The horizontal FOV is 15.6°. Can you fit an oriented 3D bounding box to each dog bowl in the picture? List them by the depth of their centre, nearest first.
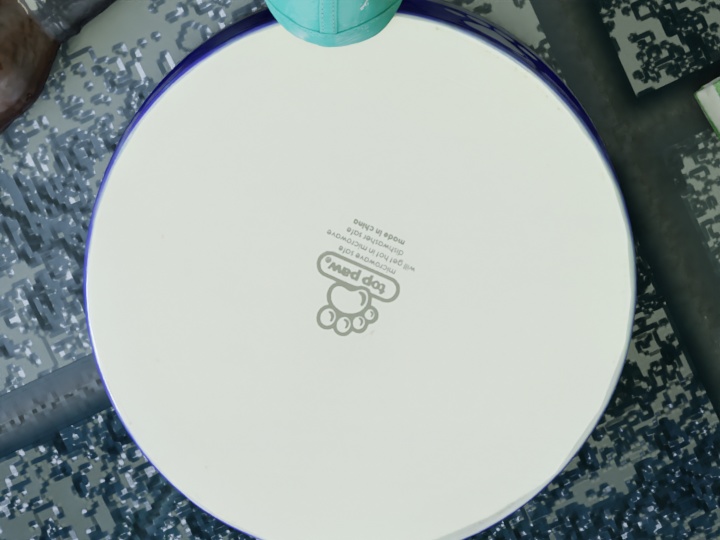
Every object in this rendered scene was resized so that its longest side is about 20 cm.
[{"bbox_3d":[0.000,0.000,0.954,0.199,0.079,0.201,0,99,1],"label":"dog bowl"}]

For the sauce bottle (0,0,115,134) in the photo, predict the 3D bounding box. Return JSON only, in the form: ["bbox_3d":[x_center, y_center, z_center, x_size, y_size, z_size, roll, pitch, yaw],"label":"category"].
[{"bbox_3d":[-0.160,-0.064,0.953,0.200,0.065,0.065,-35,97,7],"label":"sauce bottle"}]

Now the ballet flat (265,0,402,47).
[{"bbox_3d":[-0.006,-0.177,0.890,0.067,0.070,0.201,0,73,-2],"label":"ballet flat"}]

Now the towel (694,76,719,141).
[{"bbox_3d":[0.243,-0.062,0.971,0.200,0.023,0.153,-33,98,4],"label":"towel"}]
